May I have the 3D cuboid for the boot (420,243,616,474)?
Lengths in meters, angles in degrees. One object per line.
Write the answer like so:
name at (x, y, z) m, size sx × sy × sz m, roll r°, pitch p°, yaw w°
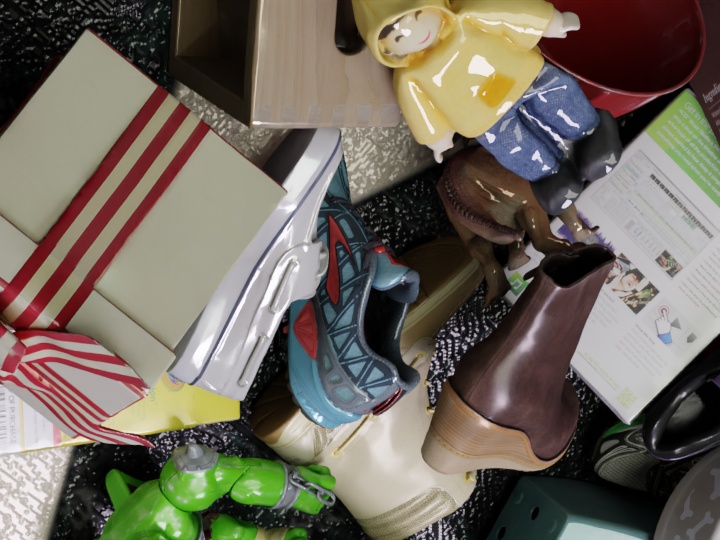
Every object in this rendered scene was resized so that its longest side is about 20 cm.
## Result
boot at (0.130, 0.056, 1.558) m, size 0.167 × 0.072 × 0.200 m, roll -58°, pitch 160°, yaw 23°

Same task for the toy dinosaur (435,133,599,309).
toy dinosaur at (0.089, -0.061, 1.565) m, size 0.086 × 0.200 × 0.136 m, roll -30°, pitch 95°, yaw 23°

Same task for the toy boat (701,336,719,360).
toy boat at (0.332, 0.060, 1.728) m, size 0.130 × 0.131 × 0.200 m, roll -30°, pitch 117°, yaw -13°

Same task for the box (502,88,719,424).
box at (0.211, -0.010, 1.659) m, size 0.200 × 0.036 × 0.144 m, roll -44°, pitch 90°, yaw 2°

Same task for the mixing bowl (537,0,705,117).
mixing bowl at (0.117, -0.166, 1.542) m, size 0.200 × 0.201 × 0.108 m, roll 16°, pitch 139°, yaw -28°

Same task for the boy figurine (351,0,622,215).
boy figurine at (0.074, -0.121, 1.397) m, size 0.124 × 0.065 × 0.200 m, roll -38°, pitch 127°, yaw 19°

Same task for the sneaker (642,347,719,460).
sneaker at (0.284, 0.070, 1.637) m, size 0.200 × 0.088 × 0.076 m, roll -42°, pitch 85°, yaw 16°

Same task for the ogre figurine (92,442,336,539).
ogre figurine at (-0.123, 0.190, 1.587) m, size 0.200 × 0.098 × 0.120 m, roll -32°, pitch 132°, yaw 29°

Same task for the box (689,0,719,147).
box at (0.327, -0.163, 1.587) m, size 0.166 × 0.164 × 0.200 m, roll -23°, pitch 84°, yaw -18°

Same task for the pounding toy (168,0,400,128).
pounding toy at (-0.019, -0.200, 1.450) m, size 0.142 × 0.184 × 0.201 m, roll -2°, pitch 108°, yaw -24°

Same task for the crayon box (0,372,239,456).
crayon box at (-0.181, 0.049, 1.536) m, size 0.199 × 0.051 × 0.127 m, roll -6°, pitch 109°, yaw -22°

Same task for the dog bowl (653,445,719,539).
dog bowl at (0.306, 0.217, 1.656) m, size 0.200 × 0.059 × 0.201 m, roll -1°, pitch 92°, yaw -23°

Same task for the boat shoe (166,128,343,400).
boat shoe at (-0.054, -0.007, 1.497) m, size 0.065 × 0.074 × 0.200 m, roll 26°, pitch 111°, yaw -16°

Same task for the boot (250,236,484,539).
boot at (0.041, 0.087, 1.637) m, size 0.200 × 0.073 × 0.155 m, roll -45°, pitch 119°, yaw -3°

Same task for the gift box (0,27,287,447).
gift box at (-0.164, -0.003, 1.401) m, size 0.200 × 0.185 × 0.187 m, roll 38°, pitch 67°, yaw -5°

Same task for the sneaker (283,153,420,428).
sneaker at (0.000, 0.000, 1.544) m, size 0.079 × 0.095 × 0.201 m, roll 7°, pitch 72°, yaw -56°

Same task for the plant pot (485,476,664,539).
plant pot at (0.192, 0.242, 1.725) m, size 0.200 × 0.141 × 0.142 m, roll 26°, pitch 95°, yaw -24°

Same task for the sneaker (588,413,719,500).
sneaker at (0.267, 0.160, 1.723) m, size 0.199 × 0.085 × 0.078 m, roll 13°, pitch 145°, yaw 3°
